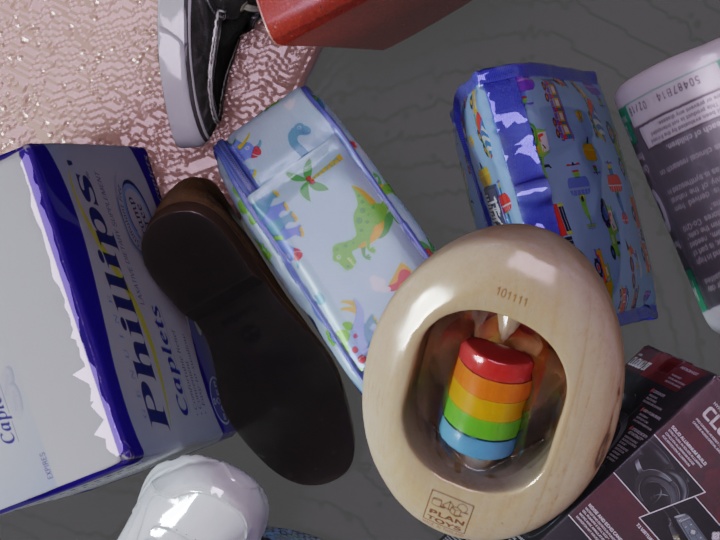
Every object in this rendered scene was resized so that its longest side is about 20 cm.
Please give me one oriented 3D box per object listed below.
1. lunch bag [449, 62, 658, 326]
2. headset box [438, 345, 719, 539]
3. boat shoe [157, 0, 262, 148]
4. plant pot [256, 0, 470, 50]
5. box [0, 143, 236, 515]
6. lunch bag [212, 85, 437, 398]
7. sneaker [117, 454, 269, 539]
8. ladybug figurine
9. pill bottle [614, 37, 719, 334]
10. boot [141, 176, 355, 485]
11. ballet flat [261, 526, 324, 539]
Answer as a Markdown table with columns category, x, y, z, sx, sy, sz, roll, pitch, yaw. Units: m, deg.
| category | x | y | z | sx | sy | sz | roll | pitch | yaw |
| --- | --- | --- | --- | --- | --- | --- | --- | --- | --- |
| lunch bag | 0.106 | -0.036 | 1.679 | 0.094 | 0.200 | 0.151 | -15 | 87 | 5 |
| headset box | 0.142 | 0.127 | 1.663 | 0.200 | 0.149 | 0.077 | -42 | 100 | -5 |
| boat shoe | -0.082 | -0.172 | 1.767 | 0.063 | 0.071 | 0.201 | 2 | 87 | 7 |
| plant pot | 0.031 | -0.247 | 1.675 | 0.176 | 0.200 | 0.201 | -19 | 87 | 19 |
| box | -0.169 | 0.031 | 1.701 | 0.105 | 0.200 | 0.185 | -19 | 87 | 15 |
| lunch bag | 0.000 | 0.000 | 1.710 | 0.082 | 0.161 | 0.200 | -35 | 83 | 1 |
| sneaker | -0.120 | 0.184 | 1.709 | 0.078 | 0.100 | 0.200 | 33 | 130 | -11 |
| ladybug figurine | 0.072 | 0.055 | 1.576 | 0.135 | 0.072 | 0.201 | 22 | 126 | 5 |
| pill bottle | 0.231 | -0.032 | 1.710 | 0.113 | 0.113 | 0.201 | -23 | 86 | 5 |
| boot | -0.057 | 0.033 | 1.757 | 0.073 | 0.076 | 0.200 | -23 | 112 | 15 |
| ballet flat | -0.022 | 0.191 | 1.754 | 0.199 | 0.074 | 0.075 | 7 | 89 | 6 |
